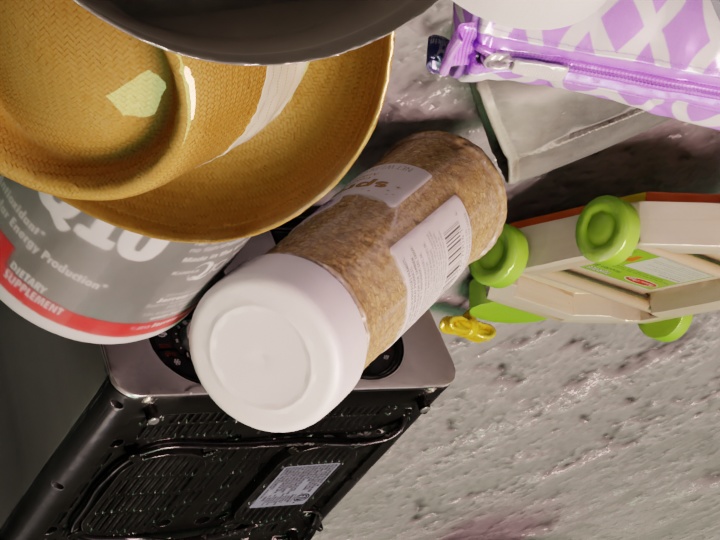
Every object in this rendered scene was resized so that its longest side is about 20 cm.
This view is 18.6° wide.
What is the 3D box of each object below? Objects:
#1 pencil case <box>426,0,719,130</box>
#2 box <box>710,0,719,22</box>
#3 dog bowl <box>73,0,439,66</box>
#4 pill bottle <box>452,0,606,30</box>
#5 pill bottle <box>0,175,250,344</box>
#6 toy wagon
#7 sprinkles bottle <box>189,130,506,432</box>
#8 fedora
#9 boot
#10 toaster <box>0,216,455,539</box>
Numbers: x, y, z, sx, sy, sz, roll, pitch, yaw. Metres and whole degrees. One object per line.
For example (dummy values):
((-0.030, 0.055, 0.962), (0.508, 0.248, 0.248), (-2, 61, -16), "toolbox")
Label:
((0.129, -0.093, 0.857), (0.200, 0.086, 0.084), (10, 132, -1), "pencil case")
((0.186, -0.164, 0.742), (0.097, 0.177, 0.200), (-7, 150, -21), "box")
((-0.039, -0.159, 0.618), (0.200, 0.200, 0.059), (-4, -172, -26), "dog bowl")
((0.080, -0.172, 0.730), (0.112, 0.112, 0.200), (-7, 150, -21), "pill bottle")
((-0.069, -0.068, 0.830), (0.114, 0.114, 0.200), (1, 147, -33), "pill bottle")
((0.123, 0.002, 1.127), (0.200, 0.040, 0.155), (-12, 159, 42), "toy wagon")
((0.000, 0.000, 0.943), (0.068, 0.068, 0.200), (-36, -177, 31), "sprinkles bottle")
((-0.090, -0.086, 0.702), (0.201, 0.201, 0.082), (-38, -173, 34), "fedora")
((0.142, -0.114, 0.942), (0.200, 0.073, 0.182), (-11, 151, 1), "boot")
((-0.079, 0.060, 1.056), (0.181, 0.119, 0.200), (0, 147, -31), "toaster")
